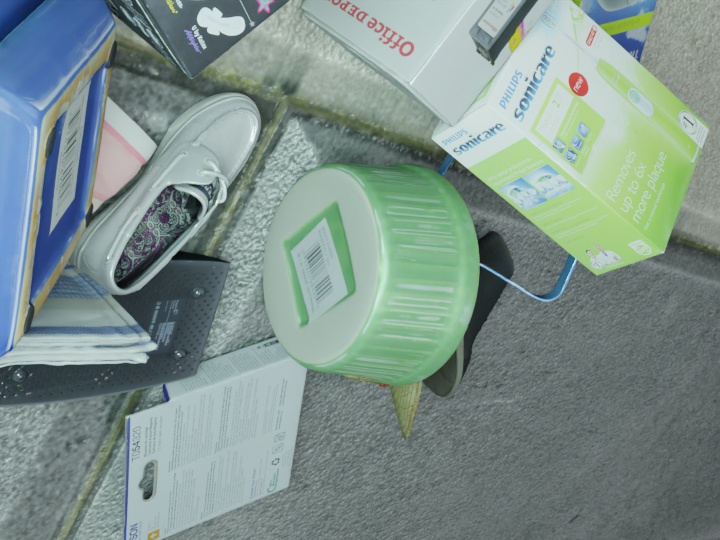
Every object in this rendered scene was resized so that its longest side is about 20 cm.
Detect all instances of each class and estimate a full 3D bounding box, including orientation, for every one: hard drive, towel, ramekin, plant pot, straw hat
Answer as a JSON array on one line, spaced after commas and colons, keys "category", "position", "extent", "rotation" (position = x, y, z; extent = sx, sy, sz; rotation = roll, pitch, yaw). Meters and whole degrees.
[{"category": "hard drive", "position": [-0.212, 0.042, 0.876], "extent": [0.200, 0.042, 0.135], "rotation": [-5, 125, -42]}, {"category": "towel", "position": [-0.241, 0.007, 0.686], "extent": [0.147, 0.200, 0.024], "rotation": [4, 114, -47]}, {"category": "ramekin", "position": [0.000, 0.000, 0.929], "extent": [0.098, 0.200, 0.200], "rotation": [5, 118, -38]}, {"category": "plant pot", "position": [-0.241, -0.072, 0.567], "extent": [0.180, 0.200, 0.200], "rotation": [15, 120, -4]}, {"category": "straw hat", "position": [0.016, 0.067, 1.080], "extent": [0.085, 0.201, 0.201], "rotation": [7, 125, -4]}]

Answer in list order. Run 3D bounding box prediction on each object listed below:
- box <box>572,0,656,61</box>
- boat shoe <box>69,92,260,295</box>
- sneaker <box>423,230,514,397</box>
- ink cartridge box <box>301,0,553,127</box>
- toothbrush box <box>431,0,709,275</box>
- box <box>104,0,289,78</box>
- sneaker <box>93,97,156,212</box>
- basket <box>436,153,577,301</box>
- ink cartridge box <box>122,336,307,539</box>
[{"category": "box", "position": [0.240, -0.270, 1.049], "extent": [0.122, 0.048, 0.200], "rotation": [-20, 134, -32]}, {"category": "boat shoe", "position": [-0.137, -0.060, 0.814], "extent": [0.200, 0.069, 0.072], "rotation": [-45, 128, -23]}, {"category": "sneaker", "position": [0.120, 0.054, 1.190], "extent": [0.106, 0.075, 0.200], "rotation": [-33, 146, -32]}, {"category": "ink cartridge box", "position": [0.072, -0.237, 0.829], "extent": [0.200, 0.148, 0.086], "rotation": [-52, 143, 7]}, {"category": "toothbrush box", "position": [0.181, -0.116, 0.896], "extent": [0.200, 0.086, 0.146], "rotation": [37, 61, -15]}, {"category": "box", "position": [-0.127, -0.224, 0.597], "extent": [0.115, 0.200, 0.132], "rotation": [-41, 143, -9]}, {"category": "sneaker", "position": [-0.226, -0.097, 0.712], "extent": [0.105, 0.075, 0.200], "rotation": [-51, 147, -6]}, {"category": "basket", "position": [0.164, -0.087, 1.028], "extent": [0.176, 0.139, 0.200], "rotation": [27, 91, -20]}, {"category": "ink cartridge box", "position": [-0.151, 0.171, 1.050], "extent": [0.200, 0.043, 0.196], "rotation": [-16, 133, -33]}]
